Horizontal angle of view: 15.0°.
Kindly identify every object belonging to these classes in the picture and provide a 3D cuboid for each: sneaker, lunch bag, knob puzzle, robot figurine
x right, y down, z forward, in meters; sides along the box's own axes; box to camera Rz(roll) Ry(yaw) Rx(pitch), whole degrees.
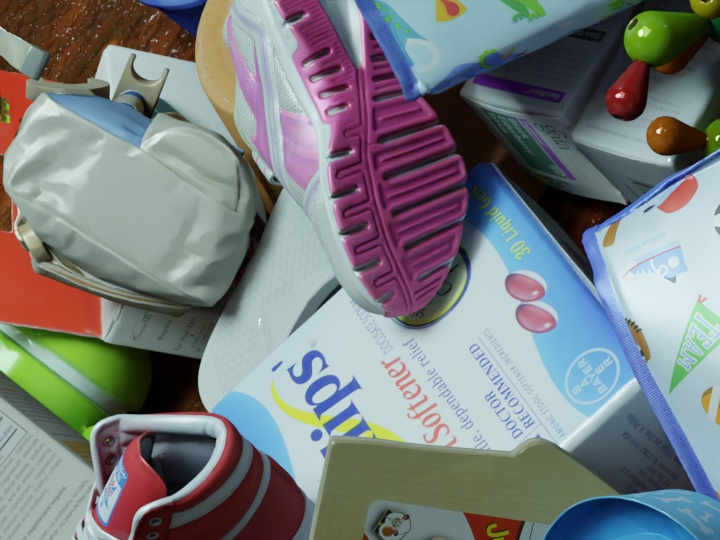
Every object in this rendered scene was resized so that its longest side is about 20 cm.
[{"bbox_3d":[0.000,0.000,1.456,0.071,0.099,0.200,46,112,38],"label":"sneaker"},{"bbox_3d":[-0.123,0.142,1.295,0.200,0.113,0.071,-36,46,-2],"label":"sneaker"},{"bbox_3d":[0.090,-0.189,1.358,0.170,0.128,0.200,-23,11,22],"label":"lunch bag"},{"bbox_3d":[0.067,0.170,1.276,0.220,0.220,0.030,-45,14,6],"label":"knob puzzle"},{"bbox_3d":[0.215,0.028,1.228,0.170,0.124,0.200,-31,85,18],"label":"lunch bag"},{"bbox_3d":[-0.012,-0.068,1.373,0.088,0.081,0.200,-35,69,57],"label":"sneaker"},{"bbox_3d":[-0.200,0.083,1.556,0.175,0.116,0.200,33,84,38],"label":"robot figurine"}]

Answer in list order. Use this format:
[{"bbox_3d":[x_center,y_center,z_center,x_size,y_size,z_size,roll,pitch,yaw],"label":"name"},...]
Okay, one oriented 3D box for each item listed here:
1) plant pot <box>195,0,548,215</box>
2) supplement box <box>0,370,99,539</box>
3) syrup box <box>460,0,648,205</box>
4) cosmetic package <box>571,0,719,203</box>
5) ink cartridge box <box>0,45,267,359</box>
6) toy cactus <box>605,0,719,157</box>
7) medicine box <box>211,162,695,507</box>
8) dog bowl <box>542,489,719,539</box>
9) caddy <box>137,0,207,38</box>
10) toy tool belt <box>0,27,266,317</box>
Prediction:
[{"bbox_3d":[0.002,-0.109,1.509,0.200,0.140,0.200,-19,53,28],"label":"plant pot"},{"bbox_3d":[-0.159,0.126,1.426,0.200,0.126,0.074,37,88,8],"label":"supplement box"},{"bbox_3d":[0.147,-0.141,1.443,0.081,0.079,0.200,19,70,47],"label":"syrup box"},{"bbox_3d":[0.199,-0.120,1.391,0.074,0.102,0.200,19,74,42],"label":"cosmetic package"},{"bbox_3d":[-0.141,-0.046,1.556,0.044,0.173,0.200,122,151,-43],"label":"ink cartridge box"},{"bbox_3d":[0.217,-0.114,1.303,0.102,0.200,0.165,143,138,-73],"label":"toy cactus"},{"bbox_3d":[0.055,0.082,1.372,0.200,0.103,0.182,-43,45,7],"label":"medicine box"},{"bbox_3d":[0.130,0.186,1.213,0.111,0.050,0.200,23,119,36],"label":"dog bowl"},{"bbox_3d":[-0.083,-0.233,1.676,0.141,0.105,0.200,-25,50,22],"label":"caddy"},{"bbox_3d":[-0.143,-0.057,1.476,0.200,0.123,0.125,28,99,2],"label":"toy tool belt"}]
